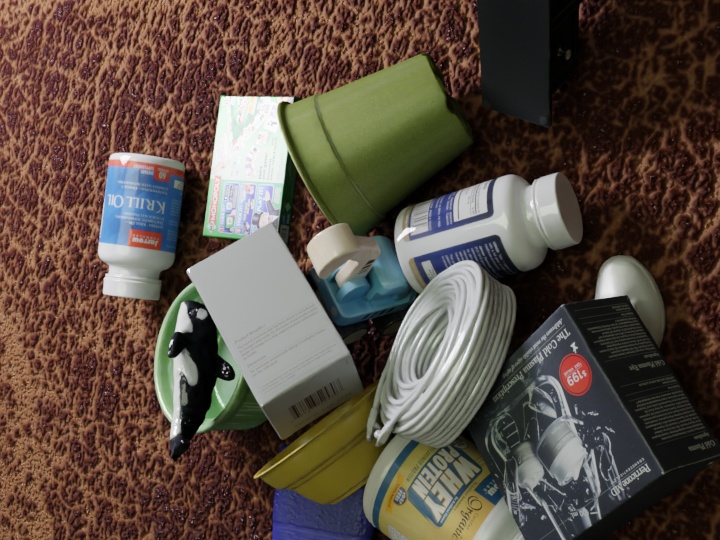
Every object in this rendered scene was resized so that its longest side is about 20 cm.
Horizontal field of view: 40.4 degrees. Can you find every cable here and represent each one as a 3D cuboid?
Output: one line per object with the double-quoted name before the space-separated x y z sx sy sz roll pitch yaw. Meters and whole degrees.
"cable" 0.092 0.090 1.053 0.200 0.069 0.201 -45 22 47

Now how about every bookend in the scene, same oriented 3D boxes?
"bookend" 0.222 -0.306 1.104 0.091 0.199 0.202 23 142 31

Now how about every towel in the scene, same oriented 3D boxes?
"towel" -0.045 0.328 1.254 0.146 0.049 0.203 3 87 25

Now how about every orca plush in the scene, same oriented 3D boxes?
"orca plush" -0.190 0.127 1.188 0.070 0.106 0.202 -3 46 6

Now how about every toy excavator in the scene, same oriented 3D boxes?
"toy excavator" 0.000 0.000 1.142 0.101 0.193 0.200 63 143 21

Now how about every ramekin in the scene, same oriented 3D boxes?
"ramekin" -0.178 0.117 1.300 0.199 0.097 0.203 -13 71 42

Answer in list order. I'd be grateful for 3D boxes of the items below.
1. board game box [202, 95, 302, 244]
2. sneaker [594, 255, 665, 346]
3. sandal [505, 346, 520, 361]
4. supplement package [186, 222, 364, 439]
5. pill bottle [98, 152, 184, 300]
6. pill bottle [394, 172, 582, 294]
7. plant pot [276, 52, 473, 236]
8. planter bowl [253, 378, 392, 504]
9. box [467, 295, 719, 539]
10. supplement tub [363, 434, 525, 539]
"board game box" -0.150 -0.142 1.368 0.133 0.029 0.203 7 89 33
"sneaker" 0.281 0.082 1.048 0.074 0.088 0.203 -5 84 31
"sandal" 0.183 0.114 1.126 0.200 0.075 0.048 -41 33 21
"supplement package" -0.097 0.069 1.132 0.116 0.118 0.201 -29 62 -6
"pill bottle" -0.319 -0.062 1.417 0.111 0.112 0.203 5 89 31
"pill bottle" 0.148 -0.045 1.128 0.198 0.111 0.113 -16 78 29
"plant pot" 0.030 -0.162 1.186 0.189 0.200 0.202 -28 71 12
"planter bowl" -0.023 0.216 1.156 0.200 0.200 0.084 -37 87 23
"box" 0.222 0.159 0.980 0.201 0.103 0.183 -54 54 41
"supplement tub" 0.117 0.273 1.099 0.199 0.144 0.146 31 101 30
